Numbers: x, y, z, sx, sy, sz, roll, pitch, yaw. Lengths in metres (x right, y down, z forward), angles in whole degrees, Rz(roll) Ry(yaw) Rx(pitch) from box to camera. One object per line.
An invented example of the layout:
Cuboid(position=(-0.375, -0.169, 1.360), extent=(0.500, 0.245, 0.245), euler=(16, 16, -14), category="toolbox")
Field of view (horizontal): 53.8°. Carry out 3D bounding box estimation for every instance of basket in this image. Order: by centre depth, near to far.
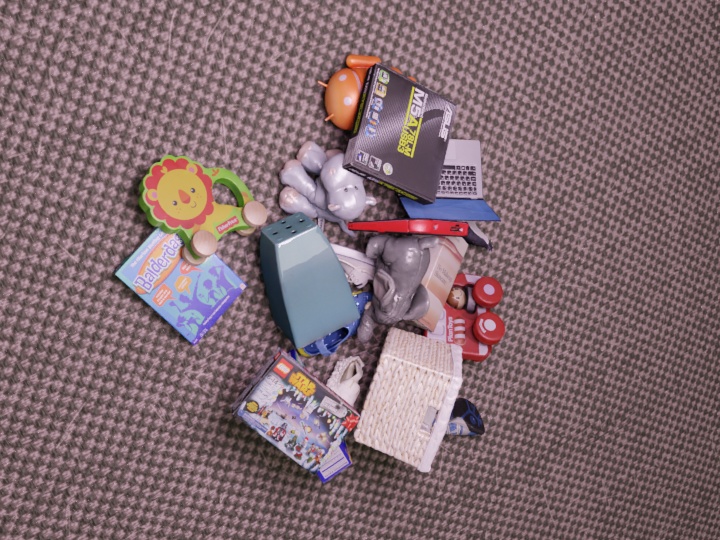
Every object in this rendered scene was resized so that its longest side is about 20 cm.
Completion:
Cuboid(position=(0.095, 0.237, 1.372), extent=(0.157, 0.200, 0.203), euler=(20, 103, 4), category="basket")

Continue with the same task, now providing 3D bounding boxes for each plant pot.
Cuboid(position=(-0.109, 0.007, 1.338), extent=(0.139, 0.141, 0.204), euler=(-25, 121, -17), category="plant pot")

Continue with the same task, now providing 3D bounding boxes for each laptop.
Cuboid(position=(0.173, -0.185, 1.418), extent=(0.182, 0.116, 0.206), euler=(1, 80, -9), category="laptop")

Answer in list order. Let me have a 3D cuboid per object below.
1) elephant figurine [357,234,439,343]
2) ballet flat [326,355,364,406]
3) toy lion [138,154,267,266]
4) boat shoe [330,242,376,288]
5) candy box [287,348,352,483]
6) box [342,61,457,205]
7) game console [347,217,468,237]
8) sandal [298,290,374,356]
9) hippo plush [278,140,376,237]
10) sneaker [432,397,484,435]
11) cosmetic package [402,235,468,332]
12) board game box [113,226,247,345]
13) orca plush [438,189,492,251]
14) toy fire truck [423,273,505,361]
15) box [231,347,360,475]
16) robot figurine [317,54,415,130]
Cuboid(position=(0.068, 0.042, 1.364), extent=(0.137, 0.155, 0.206), euler=(7, 80, 3), category="elephant figurine")
Cuboid(position=(-0.029, 0.225, 1.402), extent=(0.070, 0.201, 0.074), euler=(2, 113, 5), category="ballet flat")
Cuboid(position=(-0.294, -0.125, 1.288), extent=(0.199, 0.068, 0.194), euler=(-35, 95, -38), category="toy lion")
Cuboid(position=(0.000, 0.000, 1.450), extent=(0.197, 0.070, 0.071), euler=(21, 89, -32), category="boat shoe")
Cuboid(position=(-0.101, 0.281, 1.391), extent=(0.076, 0.169, 0.203), euler=(-29, 110, -2), category="candy box")
Cuboid(position=(0.076, -0.250, 1.313), extent=(0.189, 0.047, 0.205), euler=(20, 78, -25), category="box")
Cuboid(position=(0.096, -0.084, 1.351), extent=(0.198, 0.173, 0.032), euler=(0, 94, -54), category="game console")
Cuboid(position=(-0.035, 0.115, 1.442), extent=(0.198, 0.087, 0.081), euler=(-37, 108, -15), category="sandal")
Cuboid(position=(-0.066, -0.144, 1.347), extent=(0.155, 0.160, 0.206), euler=(-11, 102, -21), category="hippo plush")
Cuboid(position=(0.203, 0.331, 1.594), extent=(0.197, 0.077, 0.077), euler=(27, 126, -33), category="sneaker")
Cuboid(position=(0.137, 0.010, 1.466), extent=(0.103, 0.086, 0.204), euler=(34, 75, -51), category="cosmetic package")
Cuboid(position=(-0.332, 0.015, 1.322), extent=(0.200, 0.045, 0.153), euler=(45, 80, -21), category="board game box")
Cuboid(position=(0.200, -0.107, 1.534), extent=(0.199, 0.071, 0.107), euler=(37, 39, -28), category="orca plush")
Cuboid(position=(0.212, 0.096, 1.516), extent=(0.163, 0.113, 0.205), euler=(7, 60, -7), category="toy fire truck")
Cuboid(position=(-0.114, 0.254, 1.270), extent=(0.199, 0.040, 0.138), euler=(41, 89, -19), category="box")
Cuboid(position=(0.015, -0.331, 1.377), extent=(0.195, 0.117, 0.147), euler=(-7, 123, -22), category="robot figurine")
